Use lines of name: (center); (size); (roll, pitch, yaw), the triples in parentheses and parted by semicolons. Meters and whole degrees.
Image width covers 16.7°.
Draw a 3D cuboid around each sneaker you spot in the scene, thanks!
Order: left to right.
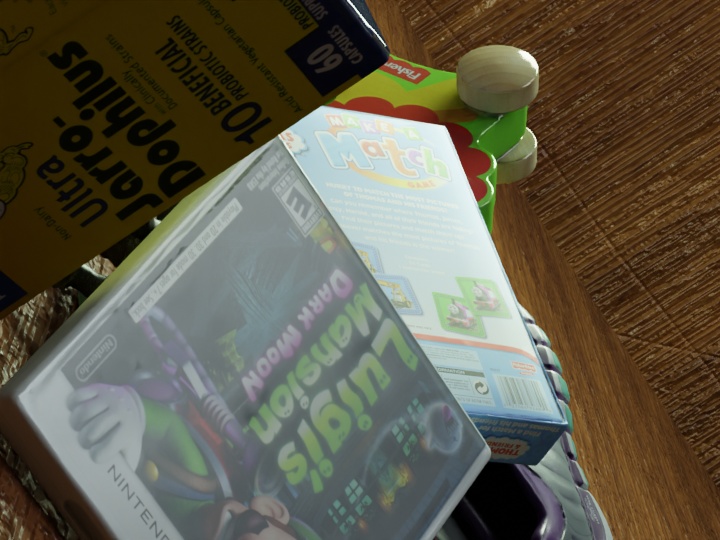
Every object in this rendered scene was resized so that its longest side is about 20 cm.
sneaker: (0.066, 0.076, 1.231); (0.087, 0.074, 0.201); (31, 29, -57)

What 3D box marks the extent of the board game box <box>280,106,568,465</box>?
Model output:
board game box: (0.000, 0.000, 1.169); (0.150, 0.037, 0.201); (8, 44, -29)

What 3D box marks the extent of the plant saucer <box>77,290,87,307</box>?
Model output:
plant saucer: (-0.091, 0.077, 1.061); (0.070, 0.019, 0.200); (52, 10, -30)

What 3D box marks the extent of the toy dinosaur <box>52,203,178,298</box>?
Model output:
toy dinosaur: (-0.070, 0.025, 1.055); (0.102, 0.077, 0.201); (19, 30, -47)

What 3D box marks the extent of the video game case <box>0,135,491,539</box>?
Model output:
video game case: (-0.041, 0.066, 1.005); (0.182, 0.023, 0.200); (56, 44, -16)

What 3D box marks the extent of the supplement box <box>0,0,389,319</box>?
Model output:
supplement box: (-0.109, -0.090, 0.944); (0.109, 0.199, 0.110); (46, 15, -48)

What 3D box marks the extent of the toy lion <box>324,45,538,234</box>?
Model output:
toy lion: (-0.006, -0.068, 1.335); (0.199, 0.191, 0.069); (25, -47, 28)

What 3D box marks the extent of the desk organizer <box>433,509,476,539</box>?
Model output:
desk organizer: (0.010, 0.137, 1.198); (0.200, 0.077, 0.072); (46, 14, -51)
